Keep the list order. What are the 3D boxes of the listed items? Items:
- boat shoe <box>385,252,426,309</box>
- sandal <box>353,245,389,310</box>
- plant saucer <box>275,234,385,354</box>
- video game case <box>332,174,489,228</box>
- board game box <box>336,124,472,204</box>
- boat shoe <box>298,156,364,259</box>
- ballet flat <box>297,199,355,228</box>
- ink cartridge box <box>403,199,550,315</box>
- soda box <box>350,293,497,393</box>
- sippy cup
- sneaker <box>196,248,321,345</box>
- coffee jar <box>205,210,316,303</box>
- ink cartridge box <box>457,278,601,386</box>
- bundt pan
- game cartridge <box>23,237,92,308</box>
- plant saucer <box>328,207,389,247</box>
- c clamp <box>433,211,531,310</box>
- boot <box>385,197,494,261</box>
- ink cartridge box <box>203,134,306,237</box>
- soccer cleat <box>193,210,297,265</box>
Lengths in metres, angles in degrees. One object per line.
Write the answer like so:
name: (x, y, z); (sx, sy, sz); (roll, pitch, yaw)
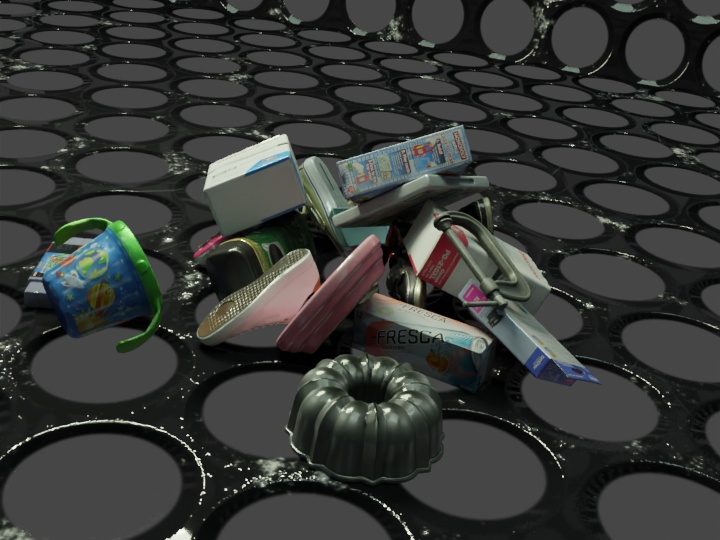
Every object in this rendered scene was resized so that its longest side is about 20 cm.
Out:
boat shoe: (0.071, 0.021, 1.480); (0.063, 0.073, 0.201); (0, 22, 2)
sandal: (0.000, 0.000, 1.499); (0.073, 0.046, 0.201); (-2, 30, 15)
plant saucer: (-0.033, 0.041, 1.294); (0.051, 0.201, 0.201); (41, 30, 1)
video game case: (0.081, -0.110, 1.528); (0.198, 0.023, 0.180); (-22, -10, 37)
board game box: (0.090, -0.160, 1.500); (0.196, 0.063, 0.199); (-17, -7, 19)
boat shoe: (-0.054, -0.097, 1.632); (0.072, 0.062, 0.203); (1, 60, -61)
ballet flat: (-0.096, -0.098, 1.679); (0.196, 0.077, 0.067); (-9, 5, -28)
ink cartridge box: (0.175, -0.008, 1.455); (0.197, 0.085, 0.145); (27, 18, -16)
soda box: (0.086, 0.098, 1.319); (0.197, 0.065, 0.068); (18, 27, 24)
sippy cup: (-0.354, 0.022, 1.290); (0.129, 0.142, 0.177); (-29, 35, -21)
sneaker: (-0.133, 0.059, 1.338); (0.198, 0.086, 0.072); (-35, 29, -18)
coffee jar: (-0.150, -0.015, 1.451); (0.084, 0.106, 0.200); (-13, 13, 30)
ink cartridge box: (0.229, 0.095, 1.298); (0.200, 0.042, 0.118); (45, 16, 34)
bundt pan: (0.010, 0.164, 1.143); (0.197, 0.077, 0.203); (6, 24, -3)
game cartridge: (-0.421, 0.001, 1.439); (0.127, 0.039, 0.201); (9, 25, -6)
plant saucer: (0.007, -0.072, 1.621); (0.019, 0.071, 0.199); (-28, -10, 25)
c clamp: (0.163, -0.019, 1.316); (0.168, 0.027, 0.202); (10, 38, -39)
boot: (0.130, -0.062, 1.579); (0.147, 0.075, 0.200); (-5, -12, -14)
ink cartridge box: (-0.167, -0.140, 1.521); (0.142, 0.086, 0.200); (-21, 19, 1)
soccer cleat: (-0.177, -0.046, 1.560); (0.198, 0.087, 0.070); (-33, 6, -25)
